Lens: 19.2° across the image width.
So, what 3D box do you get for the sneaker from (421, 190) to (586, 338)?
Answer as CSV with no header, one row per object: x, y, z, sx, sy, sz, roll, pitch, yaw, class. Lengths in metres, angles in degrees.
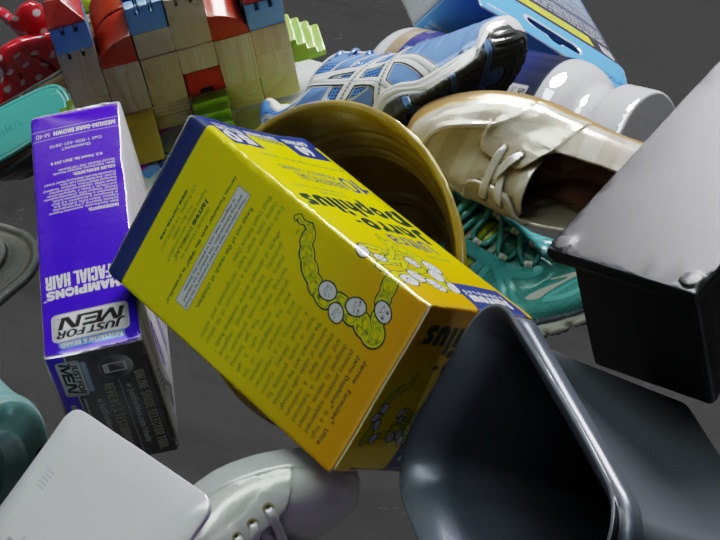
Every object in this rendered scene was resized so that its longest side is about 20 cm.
0.073,-0.011,1.339,0.199,0.080,0.078,11,40,28,sneaker

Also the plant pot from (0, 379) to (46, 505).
-0.288,0.097,1.202,0.188,0.201,0.200,25,46,22,plant pot

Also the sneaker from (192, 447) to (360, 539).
-0.084,0.166,1.147,0.199,0.073,0.085,-24,42,-3,sneaker

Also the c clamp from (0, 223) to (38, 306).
-0.324,0.014,1.459,0.171,0.027,0.200,21,46,38,c clamp

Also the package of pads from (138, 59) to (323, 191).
-0.077,-0.078,1.487,0.154,0.068,0.200,18,44,36,package of pads

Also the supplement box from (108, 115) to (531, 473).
-0.025,0.013,1.197,0.200,0.110,0.109,39,18,31,supplement box

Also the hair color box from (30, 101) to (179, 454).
-0.159,0.006,1.314,0.065,0.109,0.200,-13,48,0,hair color box

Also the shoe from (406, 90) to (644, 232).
0.124,-0.060,1.296,0.199,0.070,0.053,13,28,1,shoe

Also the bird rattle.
-0.179,-0.175,1.596,0.163,0.200,0.113,19,41,-23,bird rattle

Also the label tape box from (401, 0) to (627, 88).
0.101,-0.179,1.520,0.143,0.066,0.200,27,25,-26,label tape box

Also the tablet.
-0.174,0.176,1.120,0.130,0.014,0.200,27,78,42,tablet

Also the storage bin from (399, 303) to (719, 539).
0.119,0.134,1.079,0.134,0.146,0.200,17,25,-25,storage bin

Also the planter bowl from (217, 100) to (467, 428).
0.000,0.000,1.301,0.200,0.201,0.083,18,8,35,planter bowl

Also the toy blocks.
-0.126,-0.159,1.413,0.199,0.137,0.100,-15,56,-3,toy blocks

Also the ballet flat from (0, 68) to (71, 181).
-0.196,-0.122,1.550,0.199,0.068,0.068,-24,70,13,ballet flat

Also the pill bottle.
0.102,-0.090,1.413,0.199,0.116,0.116,15,42,32,pill bottle

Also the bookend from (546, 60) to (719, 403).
0.210,0.013,1.177,0.092,0.199,0.200,19,49,36,bookend

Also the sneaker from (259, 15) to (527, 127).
0.014,-0.114,1.358,0.200,0.076,0.077,-28,68,21,sneaker
